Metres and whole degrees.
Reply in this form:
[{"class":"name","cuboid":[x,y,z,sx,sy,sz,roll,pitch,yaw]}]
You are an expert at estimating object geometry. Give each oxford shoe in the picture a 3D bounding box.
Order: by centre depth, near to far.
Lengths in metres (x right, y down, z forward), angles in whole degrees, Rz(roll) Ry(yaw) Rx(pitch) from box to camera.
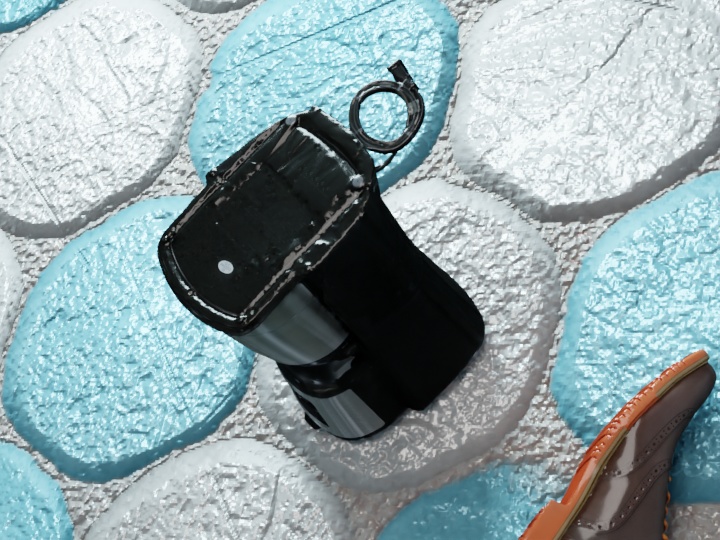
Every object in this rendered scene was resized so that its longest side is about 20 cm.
[{"class":"oxford shoe","cuboid":[0.162,0.136,1.143,0.072,0.071,0.200,38,79,8]}]

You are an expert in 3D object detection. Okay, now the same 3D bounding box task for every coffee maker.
[{"class":"coffee maker","cuboid":[0.000,0.000,1.206,0.191,0.200,0.135,-27,56,13]}]
